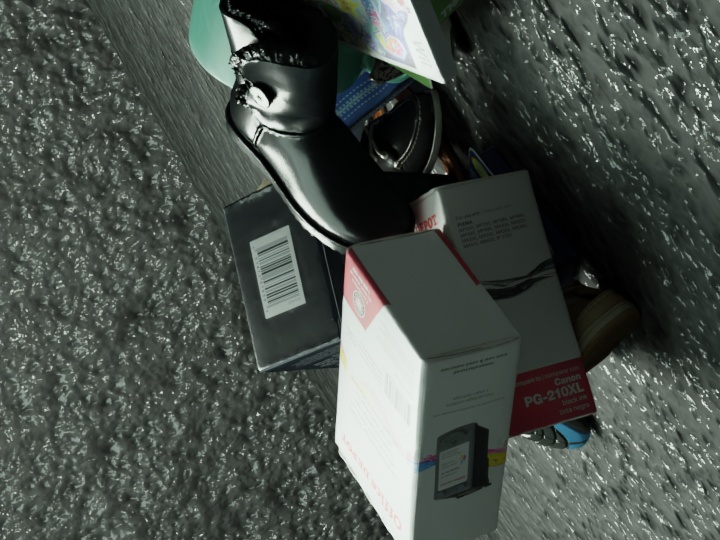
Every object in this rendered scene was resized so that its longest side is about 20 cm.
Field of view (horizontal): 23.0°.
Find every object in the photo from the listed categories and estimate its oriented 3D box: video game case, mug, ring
[{"bbox_3d":[-0.025,-0.218,1.297,0.200,0.018,0.143,26,154,40],"label":"video game case"},{"bbox_3d":[-0.047,-0.232,1.492,0.152,0.184,0.115,-117,31,-41],"label":"mug"},{"bbox_3d":[0.051,-0.115,1.719,0.201,0.019,0.200,55,171,13],"label":"ring"}]

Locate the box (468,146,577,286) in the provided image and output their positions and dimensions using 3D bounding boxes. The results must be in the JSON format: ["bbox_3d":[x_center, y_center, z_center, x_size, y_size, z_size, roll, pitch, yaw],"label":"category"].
[{"bbox_3d":[0.136,-0.027,1.529,0.121,0.032,0.200,54,169,19],"label":"box"}]

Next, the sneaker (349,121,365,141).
[{"bbox_3d":[-0.065,-0.130,1.624,0.115,0.074,0.200,19,180,-12],"label":"sneaker"}]

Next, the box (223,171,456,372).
[{"bbox_3d":[0.000,0.000,1.527,0.107,0.200,0.149,-23,76,40],"label":"box"}]

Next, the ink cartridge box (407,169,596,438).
[{"bbox_3d":[0.101,0.034,1.418,0.145,0.084,0.201,148,107,-72],"label":"ink cartridge box"}]

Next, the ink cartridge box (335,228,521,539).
[{"bbox_3d":[0.047,0.092,1.348,0.148,0.085,0.201,-125,28,-45],"label":"ink cartridge box"}]

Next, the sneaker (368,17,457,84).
[{"bbox_3d":[-0.004,-0.235,1.400,0.200,0.088,0.077,58,171,0],"label":"sneaker"}]

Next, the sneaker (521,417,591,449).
[{"bbox_3d":[0.154,0.103,1.770,0.200,0.082,0.073,33,151,22],"label":"sneaker"}]

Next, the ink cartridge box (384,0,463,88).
[{"bbox_3d":[0.019,-0.235,1.295,0.104,0.059,0.200,32,158,28],"label":"ink cartridge box"}]

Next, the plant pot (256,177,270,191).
[{"bbox_3d":[0.009,-0.021,1.828,0.200,0.187,0.187,40,164,24],"label":"plant pot"}]

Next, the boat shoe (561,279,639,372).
[{"bbox_3d":[0.174,0.045,1.450,0.069,0.074,0.200,53,168,10],"label":"boat shoe"}]

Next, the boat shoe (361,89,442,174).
[{"bbox_3d":[0.022,-0.108,1.618,0.200,0.060,0.074,136,136,-66],"label":"boat shoe"}]

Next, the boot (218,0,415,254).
[{"bbox_3d":[-0.034,-0.115,1.359,0.200,0.076,0.168,44,158,19],"label":"boot"}]

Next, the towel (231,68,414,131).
[{"bbox_3d":[-0.048,-0.196,1.581,0.200,0.145,0.024,49,177,37],"label":"towel"}]
